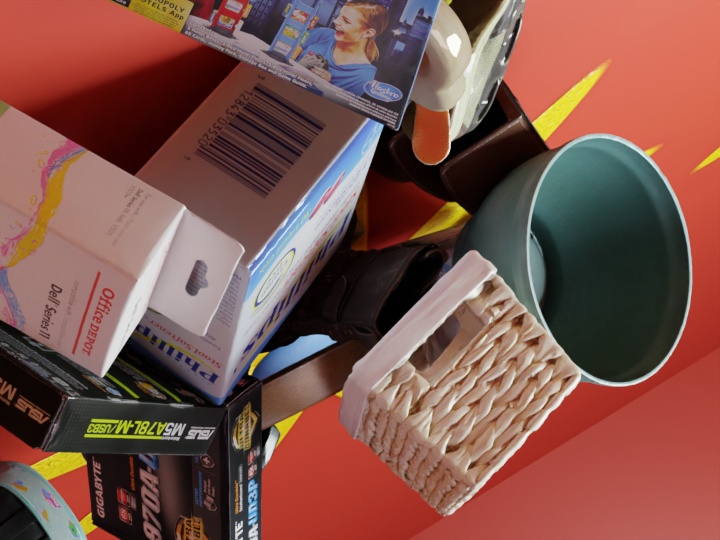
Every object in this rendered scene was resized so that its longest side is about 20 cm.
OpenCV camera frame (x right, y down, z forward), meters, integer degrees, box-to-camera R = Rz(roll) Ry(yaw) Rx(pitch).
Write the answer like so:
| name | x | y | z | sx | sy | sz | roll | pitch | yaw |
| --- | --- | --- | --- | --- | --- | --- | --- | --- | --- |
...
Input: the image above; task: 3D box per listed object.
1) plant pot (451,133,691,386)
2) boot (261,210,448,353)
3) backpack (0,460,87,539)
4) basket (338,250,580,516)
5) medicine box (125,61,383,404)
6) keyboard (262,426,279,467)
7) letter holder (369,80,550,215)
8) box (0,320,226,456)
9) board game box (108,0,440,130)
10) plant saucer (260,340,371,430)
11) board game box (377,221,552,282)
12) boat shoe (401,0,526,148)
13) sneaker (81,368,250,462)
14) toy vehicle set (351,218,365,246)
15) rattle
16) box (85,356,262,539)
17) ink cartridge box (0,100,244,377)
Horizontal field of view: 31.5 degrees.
| name | x | y | z | sx | sy | sz | roll | pitch | yaw |
| --- | --- | --- | --- | --- | --- | --- | --- | --- | --- |
| plant pot | 0.161 | -0.002 | 1.062 | 0.199 | 0.202 | 0.134 | -15 | -177 | -39 |
| boot | 0.000 | 0.000 | 1.047 | 0.173 | 0.069 | 0.201 | -10 | -143 | 39 |
| backpack | -0.362 | 0.285 | 1.226 | 0.200 | 0.176 | 0.153 | -38 | 176 | 13 |
| basket | 0.072 | 0.095 | 0.972 | 0.136 | 0.123 | 0.200 | -44 | 171 | -14 |
| medicine box | -0.081 | -0.036 | 0.904 | 0.183 | 0.103 | 0.200 | -54 | 171 | -31 |
| keyboard | -0.134 | 0.150 | 1.222 | 0.040 | 0.199 | 0.105 | 39 | 78 | -38 |
| letter holder | 0.079 | -0.101 | 1.096 | 0.142 | 0.101 | 0.200 | -34 | 160 | 10 |
| box | -0.223 | 0.065 | 0.899 | 0.048 | 0.199 | 0.193 | -63 | 155 | 2 |
| board game box | -0.019 | -0.198 | 0.684 | 0.199 | 0.062 | 0.200 | 22 | 133 | -17 |
| plant saucer | -0.044 | 0.094 | 1.090 | 0.199 | 0.036 | 0.200 | -27 | 179 | 0 |
| board game box | 0.079 | -0.010 | 1.223 | 0.199 | 0.044 | 0.199 | -18 | -175 | -20 |
| boat shoe | 0.084 | -0.184 | 0.925 | 0.066 | 0.072 | 0.202 | -21 | 137 | -46 |
| sneaker | -0.181 | 0.124 | 1.141 | 0.200 | 0.080 | 0.131 | -34 | -164 | 49 |
| toy vehicle set | -0.099 | -0.003 | 1.158 | 0.199 | 0.027 | 0.124 | -6 | 147 | -50 |
| rattle | 0.049 | -0.182 | 0.870 | 0.200 | 0.129 | 0.144 | 48 | 58 | -52 |
| box | -0.155 | 0.152 | 1.042 | 0.046 | 0.158 | 0.201 | -37 | 139 | -47 |
| ink cartridge box | -0.181 | -0.013 | 0.771 | 0.068 | 0.199 | 0.117 | -62 | -178 | -40 |
